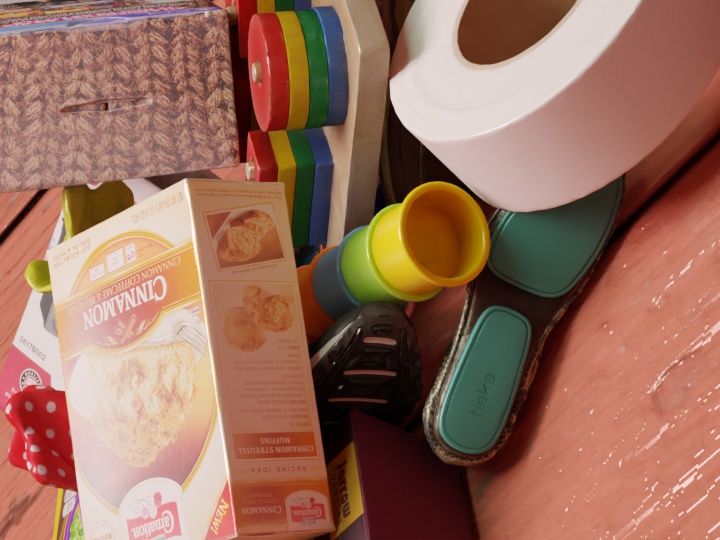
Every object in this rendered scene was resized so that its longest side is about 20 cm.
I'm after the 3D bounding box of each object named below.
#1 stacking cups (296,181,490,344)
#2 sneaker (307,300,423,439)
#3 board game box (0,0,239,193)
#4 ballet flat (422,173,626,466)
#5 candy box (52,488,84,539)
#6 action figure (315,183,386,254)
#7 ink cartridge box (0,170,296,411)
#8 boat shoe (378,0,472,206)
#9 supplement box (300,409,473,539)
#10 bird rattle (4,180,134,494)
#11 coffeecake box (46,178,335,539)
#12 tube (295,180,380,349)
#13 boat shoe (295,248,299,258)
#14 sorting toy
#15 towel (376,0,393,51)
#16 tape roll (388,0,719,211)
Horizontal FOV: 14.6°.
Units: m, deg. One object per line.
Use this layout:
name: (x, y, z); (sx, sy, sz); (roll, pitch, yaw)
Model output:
stacking cups: (0.000, 0.000, 1.633); (0.200, 0.060, 0.061); (-23, 48, 59)
sneaker: (-0.015, 0.070, 1.644); (0.200, 0.073, 0.080); (115, 155, -56)
board game box: (-0.173, -0.119, 1.770); (0.200, 0.158, 0.098); (-138, 42, -73)
ballet flat: (0.086, 0.015, 1.599); (0.201, 0.067, 0.075); (-65, 9, 0)
candy box: (-0.155, 0.174, 1.734); (0.102, 0.026, 0.201); (-35, 36, 32)
action figure: (0.007, -0.008, 1.765); (0.065, 0.052, 0.201); (-15, 57, 49)
ink cartridge box: (-0.144, 0.033, 1.863); (0.147, 0.085, 0.201); (33, 110, 38)
boat shoe: (0.056, -0.113, 1.695); (0.067, 0.072, 0.202); (15, 107, 37)
supplement box: (-0.026, 0.191, 1.617); (0.200, 0.085, 0.111); (-46, 33, 30)
bird rattle: (-0.136, 0.046, 1.714); (0.113, 0.162, 0.201); (94, 175, -65)
coffeecake box: (-0.099, 0.066, 1.598); (0.153, 0.073, 0.202); (-23, 72, 49)
tube: (-0.036, 0.033, 1.807); (0.077, 0.050, 0.201); (-15, 49, 51)
boat shoe: (-0.105, -0.003, 1.932); (0.200, 0.062, 0.072); (15, 79, 60)
sorting toy: (-0.044, -0.122, 1.706); (0.200, 0.069, 0.201); (96, 164, -45)
towel: (-0.011, -0.189, 1.810); (0.191, 0.032, 0.202); (120, 151, -69)
tape roll: (0.113, -0.134, 1.566); (0.202, 0.071, 0.203); (-32, 34, 25)
